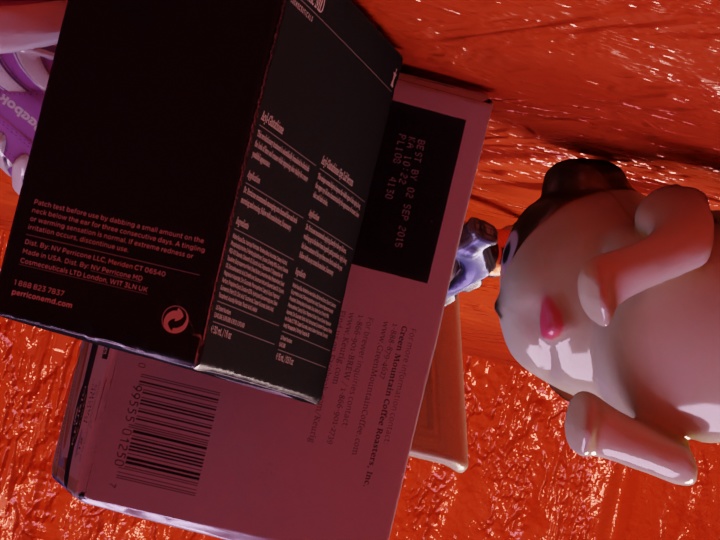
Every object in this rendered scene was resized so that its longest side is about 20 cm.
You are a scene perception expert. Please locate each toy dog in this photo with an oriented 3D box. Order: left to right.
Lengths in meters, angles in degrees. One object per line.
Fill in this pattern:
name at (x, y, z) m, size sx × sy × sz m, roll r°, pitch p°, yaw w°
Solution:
toy dog at (0.151, 0.012, 1.173) m, size 0.199 × 0.140 × 0.194 m, roll 10°, pitch -149°, yaw 30°

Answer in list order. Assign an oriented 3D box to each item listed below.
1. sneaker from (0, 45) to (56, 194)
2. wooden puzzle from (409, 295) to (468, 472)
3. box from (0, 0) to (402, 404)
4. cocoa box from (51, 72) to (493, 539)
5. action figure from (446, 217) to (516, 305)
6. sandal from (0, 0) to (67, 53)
sneaker at (-0.155, -0.058, 1.217) m, size 0.199 × 0.115 × 0.073 m, roll 15°, pitch 178°, yaw 0°
wooden puzzle at (-0.026, 0.027, 1.630) m, size 0.199 × 0.186 × 0.037 m, roll 18°, pitch 138°, yaw -22°
box at (-0.051, -0.035, 0.953) m, size 0.078 × 0.142 × 0.200 m, roll 15°, pitch 177°, yaw 12°
cocoa box at (-0.041, 0.011, 1.134) m, size 0.133 × 0.201 × 0.131 m, roll 14°, pitch 177°, yaw -12°
action figure at (0.000, 0.000, 1.529) m, size 0.199 × 0.105 × 0.193 m, roll -25°, pitch 153°, yaw 20°
sandal at (-0.216, -0.114, 1.146) m, size 0.201 × 0.050 × 0.082 m, roll 0°, pitch -172°, yaw 15°
